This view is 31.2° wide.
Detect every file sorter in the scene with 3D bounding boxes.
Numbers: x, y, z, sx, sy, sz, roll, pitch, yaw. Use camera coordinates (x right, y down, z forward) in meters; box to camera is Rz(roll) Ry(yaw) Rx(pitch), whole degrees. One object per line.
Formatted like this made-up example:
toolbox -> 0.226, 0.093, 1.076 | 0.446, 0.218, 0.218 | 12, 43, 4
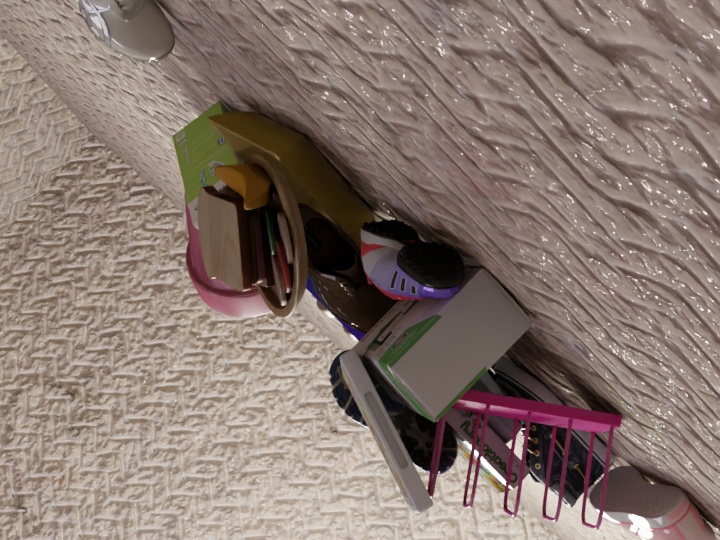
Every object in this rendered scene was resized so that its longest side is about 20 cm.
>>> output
file sorter -> 0.176, 0.212, 1.449 | 0.197, 0.127, 0.139 | 9, 171, 2

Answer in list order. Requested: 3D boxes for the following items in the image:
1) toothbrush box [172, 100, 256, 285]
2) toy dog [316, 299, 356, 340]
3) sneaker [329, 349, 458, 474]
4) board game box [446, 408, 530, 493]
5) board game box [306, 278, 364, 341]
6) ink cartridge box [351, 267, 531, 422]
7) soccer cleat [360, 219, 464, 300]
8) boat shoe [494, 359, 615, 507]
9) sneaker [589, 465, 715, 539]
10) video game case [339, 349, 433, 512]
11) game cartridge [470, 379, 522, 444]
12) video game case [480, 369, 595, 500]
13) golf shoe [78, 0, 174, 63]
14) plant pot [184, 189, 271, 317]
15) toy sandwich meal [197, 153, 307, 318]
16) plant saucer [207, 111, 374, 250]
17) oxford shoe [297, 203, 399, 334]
toothbrush box -> -0.155, -0.098, 1.653 | 0.146, 0.086, 0.201 | 47, -165, -39
toy dog -> 0.035, 0.058, 1.908 | 0.198, 0.097, 0.132 | 23, 163, 22
sneaker -> 0.037, 0.181, 1.589 | 0.200, 0.077, 0.085 | 45, 173, 18
board game box -> 0.119, 0.190, 1.589 | 0.200, 0.035, 0.126 | 46, 170, 7
board game box -> 0.026, 0.059, 1.761 | 0.200, 0.045, 0.134 | 44, -158, 12
ink cartridge box -> 0.081, 0.073, 1.388 | 0.084, 0.146, 0.200 | 47, 172, -9
soccer cleat -> 0.053, 0.004, 1.352 | 0.200, 0.067, 0.074 | -144, 52, -62
boat shoe -> 0.226, 0.208, 1.631 | 0.200, 0.091, 0.071 | 43, 173, -6
sneaker -> 0.356, 0.304, 1.560 | 0.105, 0.075, 0.200 | 49, 168, -13
video game case -> 0.026, 0.182, 1.438 | 0.184, 0.023, 0.200 | 63, 176, 8
game cartridge -> 0.137, 0.172, 1.644 | 0.134, 0.040, 0.200 | 49, 170, 9
video game case -> 0.232, 0.212, 1.769 | 0.200, 0.023, 0.182 | 44, -175, -17
golf shoe -> -0.272, -0.303, 1.395 | 0.200, 0.079, 0.097 | 44, 167, -25
plant pot -> -0.176, -0.064, 1.909 | 0.199, 0.199, 0.180 | 37, 156, 35
toy sandwich meal -> -0.124, -0.037, 1.449 | 0.205, 0.069, 0.208 | 168, 90, -68
plant saucer -> -0.070, -0.111, 1.525 | 0.200, 0.049, 0.199 | 47, 171, -34
oxford shoe -> -0.015, 0.011, 1.468 | 0.200, 0.073, 0.084 | 45, 171, -20
